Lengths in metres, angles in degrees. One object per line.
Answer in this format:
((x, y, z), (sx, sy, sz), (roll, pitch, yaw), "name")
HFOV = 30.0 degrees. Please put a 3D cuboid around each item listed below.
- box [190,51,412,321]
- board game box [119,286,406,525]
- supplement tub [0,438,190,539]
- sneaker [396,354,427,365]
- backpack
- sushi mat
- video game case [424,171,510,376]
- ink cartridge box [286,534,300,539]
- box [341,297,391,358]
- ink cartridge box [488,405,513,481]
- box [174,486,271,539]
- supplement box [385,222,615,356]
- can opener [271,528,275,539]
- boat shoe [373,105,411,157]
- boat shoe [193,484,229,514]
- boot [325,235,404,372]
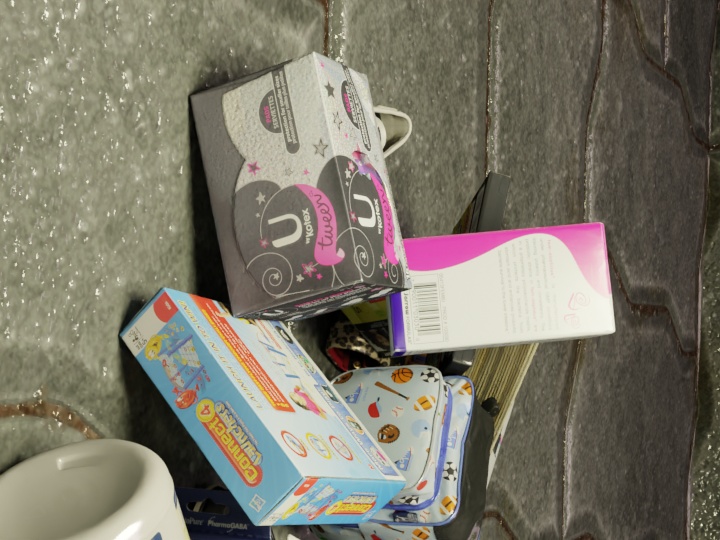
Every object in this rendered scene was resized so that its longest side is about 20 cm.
((-0.050, -0.068, 1.161), (0.115, 0.131, 0.202), (6, 71, -65), "box")
((-0.076, 0.115, 1.106), (0.200, 0.056, 0.196), (50, 13, 24), "board game box")
((-0.178, 0.235, 0.927), (0.145, 0.144, 0.202), (-50, 134, -53), "supplement tub")
((0.031, 0.161, 1.481), (0.089, 0.075, 0.201), (93, 15, -49), "sneaker")
((0.021, 0.186, 1.300), (0.154, 0.189, 0.201), (58, 35, -39), "backpack")
((0.129, 0.103, 1.372), (0.012, 0.096, 0.201), (-10, 134, -32), "sushi mat")
((0.106, 0.021, 1.393), (0.181, 0.025, 0.202), (116, -13, -72), "video game case")
((-0.033, 0.320, 1.167), (0.200, 0.067, 0.116), (46, 26, -48), "ink cartridge box")
((0.000, 0.000, 1.312), (0.200, 0.075, 0.050), (52, 50, -27), "box")
((0.124, 0.152, 1.640), (0.201, 0.082, 0.146), (-66, 147, -41), "ink cartridge box")
((-0.126, 0.276, 1.066), (0.032, 0.120, 0.202), (-3, 92, -63), "box")
((0.123, 0.019, 1.236), (0.103, 0.198, 0.102), (95, -10, -84), "supplement box")
((-0.082, 0.315, 1.234), (0.063, 0.078, 0.202), (-15, 95, -56), "can opener")
((-0.006, -0.135, 1.379), (0.200, 0.065, 0.073), (-19, 107, -64), "boat shoe")
((-0.118, 0.288, 1.155), (0.074, 0.063, 0.203), (26, 66, -60), "boat shoe")
((0.029, 0.045, 1.448), (0.200, 0.073, 0.152), (42, 52, -53), "boot")
